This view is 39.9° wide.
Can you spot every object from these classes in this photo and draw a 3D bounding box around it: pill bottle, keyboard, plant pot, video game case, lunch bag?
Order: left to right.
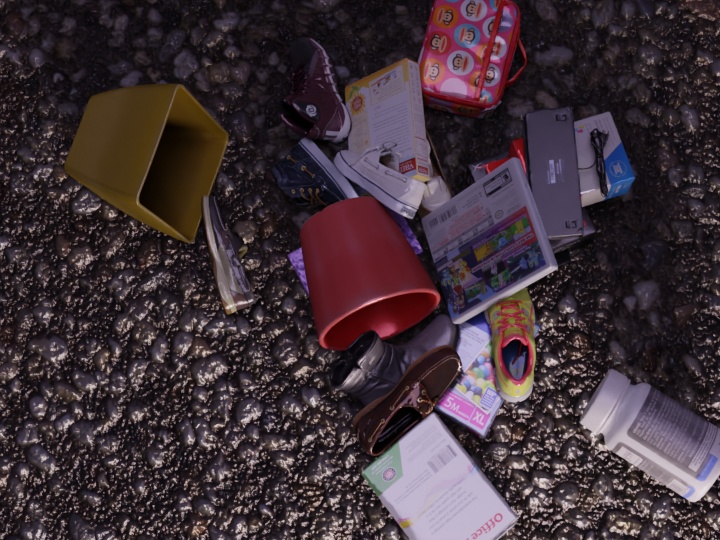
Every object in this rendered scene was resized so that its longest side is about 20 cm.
[{"bbox_3d":[-0.356,-0.182,1.612,0.175,0.200,0.202,12,77,20],"label":"plant pot"},{"bbox_3d":[0.000,0.000,1.504,0.199,0.201,0.179,-22,69,0],"label":"plant pot"},{"bbox_3d":[0.189,-0.357,1.655,0.174,0.082,0.202,14,79,5],"label":"lunch bag"},{"bbox_3d":[0.190,-0.043,1.502,0.199,0.023,0.184,-33,63,37],"label":"video game case"},{"bbox_3d":[0.309,-0.146,1.471,0.125,0.021,0.203,-4,78,9],"label":"keyboard"},{"bbox_3d":[0.431,0.238,1.462,0.199,0.114,0.114,33,81,12],"label":"pill bottle"}]

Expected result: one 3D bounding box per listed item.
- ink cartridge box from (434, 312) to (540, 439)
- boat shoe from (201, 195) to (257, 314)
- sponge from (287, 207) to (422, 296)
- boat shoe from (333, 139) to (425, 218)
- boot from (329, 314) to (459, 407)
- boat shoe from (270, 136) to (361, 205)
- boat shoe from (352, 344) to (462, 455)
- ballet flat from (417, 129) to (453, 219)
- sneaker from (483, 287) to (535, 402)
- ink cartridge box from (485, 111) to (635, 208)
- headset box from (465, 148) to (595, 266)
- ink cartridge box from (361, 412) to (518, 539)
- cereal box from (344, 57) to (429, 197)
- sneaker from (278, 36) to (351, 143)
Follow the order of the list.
[{"bbox_3d":[0.188,0.144,1.549,0.119,0.042,0.201,28,79,11],"label":"ink cartridge box"},{"bbox_3d":[-0.215,-0.030,1.619,0.064,0.073,0.202,-13,78,-9],"label":"boat shoe"},{"bbox_3d":[-0.008,-0.026,1.614,0.199,0.030,0.112,-30,76,-4],"label":"sponge"},{"bbox_3d":[0.034,-0.160,1.527,0.202,0.074,0.087,42,107,49],"label":"boat shoe"},{"bbox_3d":[0.055,0.126,1.506,0.201,0.132,0.070,-51,36,-5],"label":"boot"},{"bbox_3d":[-0.066,-0.130,1.609,0.091,0.071,0.200,-42,51,1],"label":"boat shoe"},{"bbox_3d":[0.078,0.197,1.481,0.200,0.070,0.070,-44,31,2],"label":"boat shoe"},{"bbox_3d":[0.110,-0.155,1.612,0.067,0.072,0.202,-14,75,-2],"label":"ballet flat"},{"bbox_3d":[0.231,0.091,1.491,0.077,0.090,0.202,-8,74,4],"label":"sneaker"},{"bbox_3d":[0.302,-0.152,1.518,0.198,0.067,0.117,-17,75,-1],"label":"ink cartridge box"},{"bbox_3d":[0.272,-0.095,1.579,0.147,0.075,0.202,-21,75,-1],"label":"headset box"},{"bbox_3d":[0.119,0.338,1.481,0.145,0.088,0.200,-39,74,-4],"label":"ink cartridge box"},{"bbox_3d":[0.041,-0.225,1.616,0.143,0.039,0.203,-16,73,40],"label":"cereal box"},{"bbox_3d":[-0.096,-0.302,1.640,0.115,0.076,0.202,-9,67,-42],"label":"sneaker"}]
